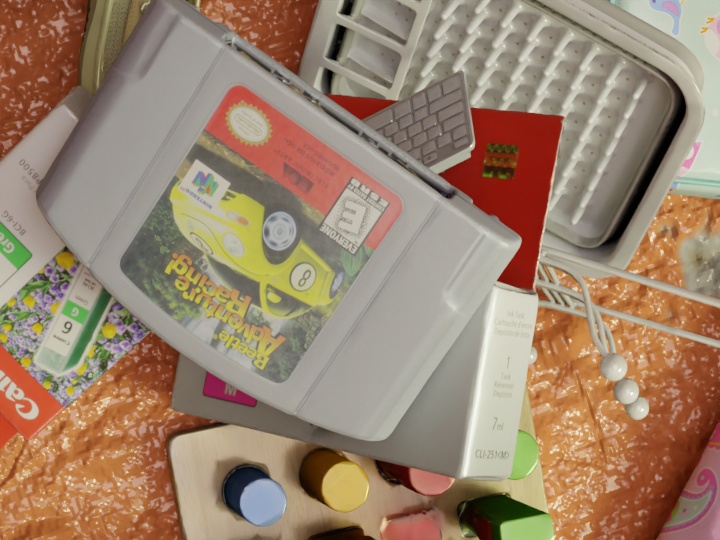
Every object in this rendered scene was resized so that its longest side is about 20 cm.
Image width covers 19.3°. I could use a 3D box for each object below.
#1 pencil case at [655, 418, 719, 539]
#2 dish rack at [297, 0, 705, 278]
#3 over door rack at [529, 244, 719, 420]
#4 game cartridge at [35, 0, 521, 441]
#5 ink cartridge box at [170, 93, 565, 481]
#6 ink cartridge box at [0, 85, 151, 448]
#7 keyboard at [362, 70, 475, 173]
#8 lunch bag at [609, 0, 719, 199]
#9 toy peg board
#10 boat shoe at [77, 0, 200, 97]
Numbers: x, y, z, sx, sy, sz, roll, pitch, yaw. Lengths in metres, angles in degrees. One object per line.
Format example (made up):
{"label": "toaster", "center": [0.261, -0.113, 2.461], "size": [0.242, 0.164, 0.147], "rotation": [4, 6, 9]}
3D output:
{"label": "pencil case", "center": [0.227, 0.117, 1.153], "size": [0.087, 0.087, 0.201], "rotation": [29, 85, -12]}
{"label": "dish rack", "center": [0.072, -0.096, 1.064], "size": [0.199, 0.172, 0.044], "rotation": [30, 52, 7]}
{"label": "over door rack", "center": [0.163, 0.037, 1.064], "size": [0.198, 0.148, 0.067], "rotation": [5, 80, 13]}
{"label": "game cartridge", "center": [-0.044, -0.017, 0.962], "size": [0.199, 0.041, 0.134], "rotation": [34, 110, 2]}
{"label": "ink cartridge box", "center": [0.000, 0.000, 1.042], "size": [0.043, 0.199, 0.175], "rotation": [8, 90, -49]}
{"label": "ink cartridge box", "center": [-0.172, 0.018, 1.036], "size": [0.200, 0.050, 0.109], "rotation": [-42, 100, 13]}
{"label": "keyboard", "center": [-0.031, -0.038, 1.056], "size": [0.199, 0.057, 0.011], "rotation": [-26, 138, 20]}
{"label": "lunch bag", "center": [0.187, -0.140, 1.139], "size": [0.159, 0.077, 0.202], "rotation": [4, 89, -9]}
{"label": "toy peg board", "center": [0.018, 0.166, 1.095], "size": [0.197, 0.098, 0.202], "rotation": [-11, 93, -13]}
{"label": "boat shoe", "center": [-0.101, -0.115, 1.069], "size": [0.063, 0.073, 0.203], "rotation": [0, 84, 14]}
